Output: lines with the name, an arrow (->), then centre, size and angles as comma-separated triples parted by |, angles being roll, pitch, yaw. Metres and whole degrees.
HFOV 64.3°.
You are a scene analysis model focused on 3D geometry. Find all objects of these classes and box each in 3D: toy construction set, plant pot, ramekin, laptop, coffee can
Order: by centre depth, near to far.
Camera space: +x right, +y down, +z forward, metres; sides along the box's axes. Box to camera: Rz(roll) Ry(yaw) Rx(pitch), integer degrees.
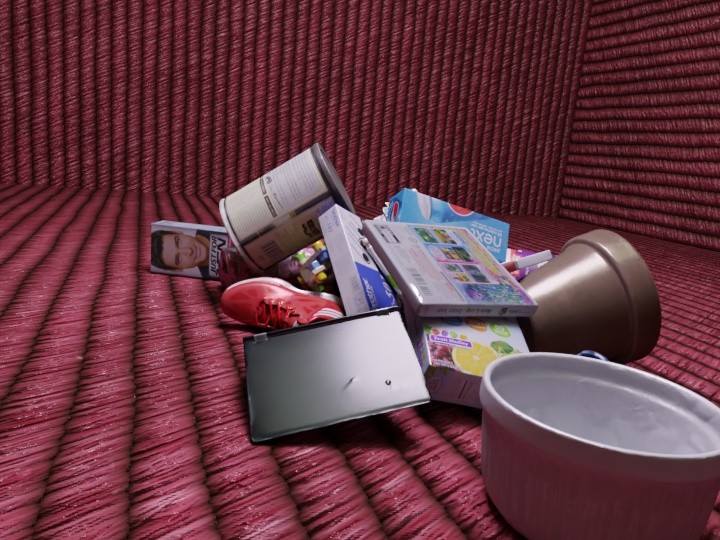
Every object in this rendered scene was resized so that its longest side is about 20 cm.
ramekin -> 0.193, 0.154, 0.482 | 0.195, 0.108, 0.200 | 6, 11, -1
laptop -> -0.035, 0.120, 0.666 | 0.183, 0.118, 0.200 | -10, -15, -8
plant pot -> 0.308, 0.056, 0.853 | 0.171, 0.205, 0.200 | -14, 16, -11
toy construction set -> -0.088, 0.016, 0.981 | 0.198, 0.094, 0.130 | -25, -1, 44
coffee can -> -0.124, -0.107, 0.999 | 0.197, 0.148, 0.147 | -28, 10, 6

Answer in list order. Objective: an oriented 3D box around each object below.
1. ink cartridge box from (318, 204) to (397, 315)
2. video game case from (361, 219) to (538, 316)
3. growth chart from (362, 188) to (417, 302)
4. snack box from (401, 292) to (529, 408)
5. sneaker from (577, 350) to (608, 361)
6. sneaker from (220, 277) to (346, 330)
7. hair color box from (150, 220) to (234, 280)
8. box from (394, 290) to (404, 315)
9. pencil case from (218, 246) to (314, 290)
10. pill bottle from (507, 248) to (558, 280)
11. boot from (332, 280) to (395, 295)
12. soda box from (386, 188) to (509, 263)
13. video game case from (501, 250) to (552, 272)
ink cartridge box -> 0.000, 0.000, 0.904 | 0.044, 0.203, 0.093 | -33, -32, 25
video game case -> 0.115, -0.006, 0.775 | 0.178, 0.024, 0.201 | 3, 33, -25
growth chart -> 0.079, -0.050, 0.967 | 0.018, 0.145, 0.200 | -33, 7, 46
snack box -> 0.131, 0.080, 0.721 | 0.139, 0.054, 0.202 | 14, 33, -10
sneaker -> 0.277, 0.136, 0.655 | 0.197, 0.087, 0.076 | -4, 15, -41
sneaker -> -0.114, 0.062, 0.843 | 0.195, 0.080, 0.116 | 3, 10, -5
hair color box -> -0.321, -0.039, 1.164 | 0.195, 0.101, 0.061 | 7, 12, 5
box -> 0.180, 0.069, 1.016 | 0.194, 0.051, 0.200 | 2, 11, -17
pencil case -> -0.175, -0.004, 1.112 | 0.196, 0.089, 0.082 | -3, -5, -30
pill bottle -> 0.377, 0.023, 1.171 | 0.195, 0.115, 0.112 | 8, 12, 12
boot -> 0.017, -0.013, 1.069 | 0.155, 0.212, 0.081 | 5, 53, -21
soda box -> 0.141, -0.065, 0.931 | 0.196, 0.069, 0.064 | 16, -15, -18
video game case -> 0.199, 0.009, 0.943 | 0.198, 0.018, 0.142 | -21, -5, 38
